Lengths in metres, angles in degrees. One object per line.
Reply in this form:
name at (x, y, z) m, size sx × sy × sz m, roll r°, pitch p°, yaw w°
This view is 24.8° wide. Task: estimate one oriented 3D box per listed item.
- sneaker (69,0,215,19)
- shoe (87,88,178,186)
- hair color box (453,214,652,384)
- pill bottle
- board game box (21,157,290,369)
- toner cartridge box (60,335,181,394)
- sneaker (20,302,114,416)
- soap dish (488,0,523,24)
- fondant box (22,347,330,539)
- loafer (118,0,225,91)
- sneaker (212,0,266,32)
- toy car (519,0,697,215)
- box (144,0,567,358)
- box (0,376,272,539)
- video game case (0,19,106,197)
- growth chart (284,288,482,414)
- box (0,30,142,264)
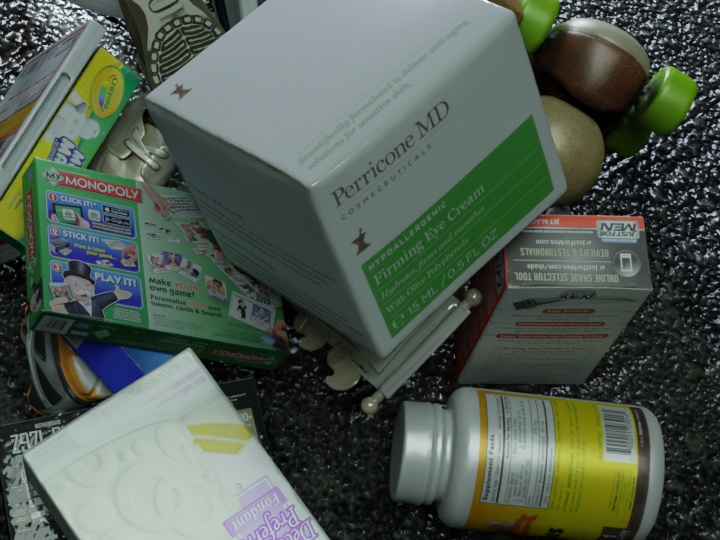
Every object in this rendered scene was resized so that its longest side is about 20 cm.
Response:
sneaker at (-0.196, -0.249, 1.413) m, size 0.199 × 0.080 × 0.074 m, roll 26°, pitch 64°, yaw -17°
shoe at (-0.164, -0.123, 1.356) m, size 0.070 × 0.053 × 0.200 m, roll 35°, pitch 59°, yaw 2°
hair color box at (0.143, 0.026, 1.270) m, size 0.110 × 0.200 × 0.064 m, roll 1°, pitch 67°, yaw -8°
pill bottle at (0.126, 0.150, 1.265) m, size 0.199 × 0.109 × 0.110 m, roll 7°, pitch 66°, yaw -5°
board game box at (-0.152, -0.003, 1.220) m, size 0.199 × 0.029 × 0.135 m, roll 12°, pitch 51°, yaw -30°
toner cartridge box at (-0.146, 0.011, 1.268) m, size 0.095 × 0.043 × 0.200 m, roll 47°, pitch 41°, yaw 1°
sneaker at (-0.234, 0.024, 1.287) m, size 0.078 × 0.077 × 0.201 m, roll 29°, pitch 40°, yaw -37°
soap dish at (0.057, -0.225, 1.364) m, size 0.081 × 0.157 × 0.200 m, roll 21°, pitch 36°, yaw -25°
fondant box at (-0.123, 0.176, 1.151) m, size 0.144 × 0.058 × 0.200 m, roll -33°, pitch 76°, yaw -20°
loafer at (-0.149, -0.190, 1.330) m, size 0.076 × 0.067 × 0.201 m, roll -21°, pitch 83°, yaw -5°
sneaker at (-0.054, -0.165, 1.355) m, size 0.111 × 0.073 × 0.201 m, roll -11°, pitch 102°, yaw -29°
toy car at (0.154, -0.102, 1.362) m, size 0.164 × 0.158 × 0.201 m, roll 29°, pitch 76°, yaw -7°
box at (0.000, -0.089, 1.155) m, size 0.199 × 0.172 × 0.200 m, roll -41°, pitch 43°, yaw -19°
box at (-0.162, 0.185, 1.220) m, size 0.199 × 0.086 × 0.164 m, roll -11°, pitch 69°, yaw -13°
video game case at (-0.283, -0.103, 1.300) m, size 0.017 × 0.143 × 0.200 m, roll 38°, pitch 64°, yaw -22°
growth chart at (0.000, 0.000, 1.268) m, size 0.145 × 0.018 × 0.200 m, roll -39°, pitch 63°, yaw 9°
box at (-0.249, -0.098, 1.311) m, size 0.048 × 0.117 × 0.201 m, roll 36°, pitch 65°, yaw -23°
